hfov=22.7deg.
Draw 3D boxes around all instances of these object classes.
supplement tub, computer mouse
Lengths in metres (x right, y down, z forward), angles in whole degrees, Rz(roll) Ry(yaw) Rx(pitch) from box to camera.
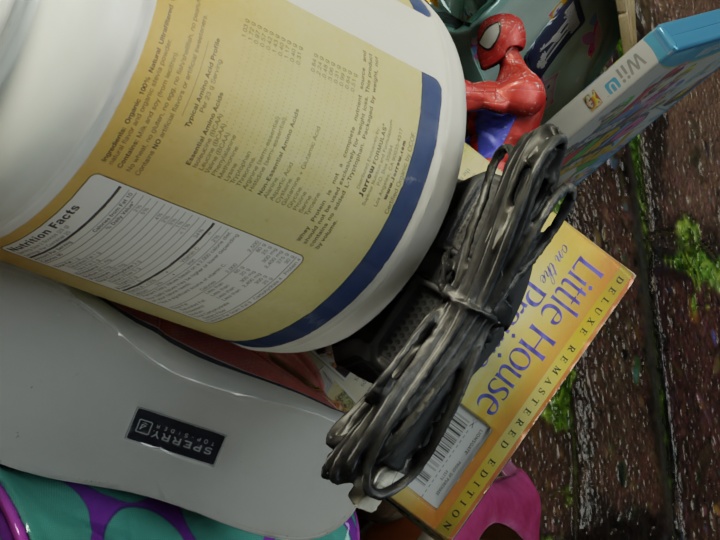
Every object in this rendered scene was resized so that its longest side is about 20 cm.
[{"bbox_3d":[-0.077,-0.065,0.598,0.199,0.144,0.146,23,63,-39],"label":"supplement tub"},{"bbox_3d":[0.034,0.016,0.663,0.053,0.200,0.139,31,90,-6],"label":"computer mouse"}]

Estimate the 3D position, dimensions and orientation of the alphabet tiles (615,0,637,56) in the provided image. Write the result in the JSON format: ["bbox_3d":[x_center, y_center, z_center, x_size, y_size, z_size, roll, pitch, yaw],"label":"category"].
[{"bbox_3d":[0.137,-0.209,0.969,0.201,0.006,0.167,-83,163,-48],"label":"alphabet tiles"}]

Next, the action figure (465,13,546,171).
[{"bbox_3d":[0.036,-0.026,0.833,0.065,0.098,0.202,107,-9,-81],"label":"action figure"}]

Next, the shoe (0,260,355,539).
[{"bbox_3d":[-0.093,0.036,0.678,0.199,0.091,0.072,24,102,-20],"label":"shoe"}]

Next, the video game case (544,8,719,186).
[{"bbox_3d":[0.123,-0.073,0.970,0.018,0.200,0.143,55,35,10],"label":"video game case"}]

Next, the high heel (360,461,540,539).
[{"bbox_3d":[0.051,0.147,0.900,0.096,0.067,0.200,61,17,-10],"label":"high heel"}]

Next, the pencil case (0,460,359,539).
[{"bbox_3d":[-0.087,0.115,0.715,0.199,0.085,0.093,3,59,-53],"label":"pencil case"}]

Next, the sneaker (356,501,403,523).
[{"bbox_3d":[-0.027,0.025,0.851,0.075,0.070,0.202,-6,80,-43],"label":"sneaker"}]

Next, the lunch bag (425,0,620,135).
[{"bbox_3d":[0.074,-0.174,0.954,0.170,0.121,0.202,58,33,-66],"label":"lunch bag"}]

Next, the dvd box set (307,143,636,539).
[{"bbox_3d":[0.000,0.000,0.776,0.199,0.029,0.147,37,78,-2],"label":"dvd box set"}]
